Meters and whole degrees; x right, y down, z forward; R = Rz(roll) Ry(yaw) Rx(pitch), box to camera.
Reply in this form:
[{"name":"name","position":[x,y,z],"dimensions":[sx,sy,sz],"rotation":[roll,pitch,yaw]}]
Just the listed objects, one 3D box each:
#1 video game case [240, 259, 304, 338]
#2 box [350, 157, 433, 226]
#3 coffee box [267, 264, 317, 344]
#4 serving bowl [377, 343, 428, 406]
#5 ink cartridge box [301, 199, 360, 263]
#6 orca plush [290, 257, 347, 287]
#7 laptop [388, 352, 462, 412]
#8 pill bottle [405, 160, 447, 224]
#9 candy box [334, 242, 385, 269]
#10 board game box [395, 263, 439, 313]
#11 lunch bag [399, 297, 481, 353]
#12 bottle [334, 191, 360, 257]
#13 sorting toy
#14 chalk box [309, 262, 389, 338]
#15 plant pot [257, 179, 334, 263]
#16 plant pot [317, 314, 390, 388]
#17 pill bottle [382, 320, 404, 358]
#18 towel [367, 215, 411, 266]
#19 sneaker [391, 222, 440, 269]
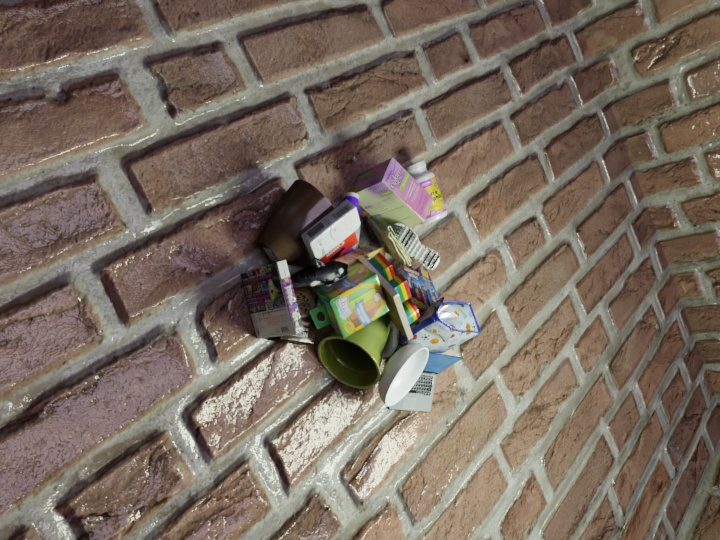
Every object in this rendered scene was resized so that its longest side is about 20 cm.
[{"name":"video game case","position":[-0.232,0.080,1.466],"dimensions":[0.035,0.198,0.186],"rotation":[-16,91,-39]},{"name":"box","position":[0.097,-0.234,1.793],"dimensions":[0.199,0.174,0.098],"rotation":[38,61,-26]},{"name":"coffee box","position":[-0.184,0.099,1.575],"dimensions":[0.111,0.079,0.206],"rotation":[13,74,-36]},{"name":"serving bowl","position":[0.114,0.290,1.638],"dimensions":[0.199,0.065,0.203],"rotation":[-40,150,-28]},{"name":"ink cartridge box","position":[-0.067,-0.077,1.559],"dimensions":[0.162,0.057,0.202],"rotation":[-39,145,-14]},{"name":"orca plush","position":[-0.129,-0.006,1.514],"dimensions":[0.194,0.106,0.073],"rotation":[-4,116,-6]},{"name":"laptop","position":[0.206,0.357,1.792],"dimensions":[0.184,0.115,0.205],"rotation":[13,86,-35]},{"name":"pill bottle","position":[0.220,-0.268,1.941],"dimensions":[0.103,0.103,0.204],"rotation":[-26,98,-37]},{"name":"candy box","position":[0.000,0.000,1.703],"dimensions":[0.198,0.054,0.118],"rotation":[-26,126,-49]},{"name":"board game box","position":[0.182,0.062,1.824],"dimensions":[0.198,0.061,0.204],"rotation":[24,43,-45]},{"name":"lunch bag","position":[0.232,0.168,1.699],"dimensions":[0.197,0.169,0.126],"rotation":[4,57,-44]},{"name":"bottle","position":[-0.039,-0.138,1.738],"dimensions":[0.083,0.064,0.205],"rotation":[22,69,-45]},{"name":"sorting toy","position":[0.091,0.064,1.625],"dimensions":[0.069,0.200,0.201],"rotation":[-32,136,-10]},{"name":"chalk box","position":[-0.042,0.090,1.554],"dimensions":[0.197,0.123,0.127],"rotation":[-30,117,-16]},{"name":"plant pot","position":[-0.185,-0.112,1.566],"dimensions":[0.200,0.186,0.188],"rotation":[-47,111,-21]},{"name":"plant pot","position":[0.003,0.203,1.653],"dimensions":[0.201,0.198,0.191],"rotation":[52,45,-18]},{"name":"pill bottle","position":[0.146,0.232,1.790],"dimensions":[0.197,0.111,0.115],"rotation":[17,72,-34]},{"name":"towel","position":[0.086,-0.094,1.752],"dimensions":[0.036,0.200,0.150],"rotation":[-35,115,-4]},{"name":"sneaker","position":[0.168,-0.079,1.836],"dimensions":[0.199,0.081,0.076],"rotation":[41,88,-19]}]
